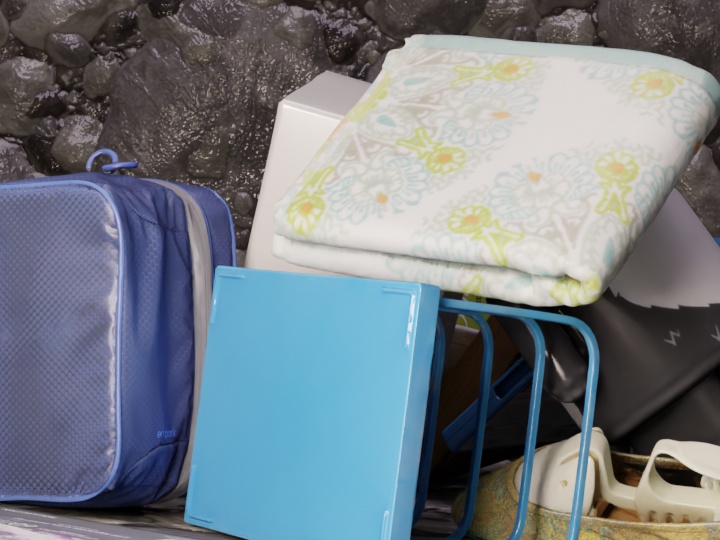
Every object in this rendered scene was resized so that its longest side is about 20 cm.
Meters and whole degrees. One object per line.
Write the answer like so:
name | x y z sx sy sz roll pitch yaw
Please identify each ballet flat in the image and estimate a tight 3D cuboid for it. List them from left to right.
ballet flat | 0.144 0.116 1.265 0.199 0.071 0.071 6 1 19

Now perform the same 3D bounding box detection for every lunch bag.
lunch bag | -0.148 0.031 1.343 0.135 0.202 0.132 1 -2 31

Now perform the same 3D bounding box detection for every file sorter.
file sorter | 0.015 0.077 1.242 0.122 0.140 0.200 8 -2 -32

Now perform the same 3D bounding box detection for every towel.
towel | 0.070 -0.053 1.249 0.199 0.048 0.171 8 45 31

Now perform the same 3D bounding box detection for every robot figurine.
robot figurine | 0.144 0.014 1.322 0.125 0.200 0.150 -37 -7 5

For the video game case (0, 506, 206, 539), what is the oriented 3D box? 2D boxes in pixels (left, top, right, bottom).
video game case | -0.176 0.122 1.042 0.142 0.019 0.199 4 -1 36

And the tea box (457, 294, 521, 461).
tea box | 0.167 0.061 1.759 0.196 0.135 0.200 -1 -20 30

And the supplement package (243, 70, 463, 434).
supplement package | 0.000 0.000 1.414 0.121 0.201 0.120 16 16 8

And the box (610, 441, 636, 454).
box | 0.249 0.090 1.416 0.199 0.133 0.115 4 -17 12

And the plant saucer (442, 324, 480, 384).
plant saucer | 0.006 0.054 1.620 0.199 0.051 0.200 11 -4 1

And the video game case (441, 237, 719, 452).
video game case | 0.158 0.048 1.530 0.143 0.018 0.200 0 -39 -51

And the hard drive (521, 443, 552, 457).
hard drive | 0.221 0.142 1.592 0.139 0.038 0.199 4 -1 -39

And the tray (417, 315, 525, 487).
tray | 0.107 0.066 1.570 0.098 0.037 0.200 -14 -28 -34
